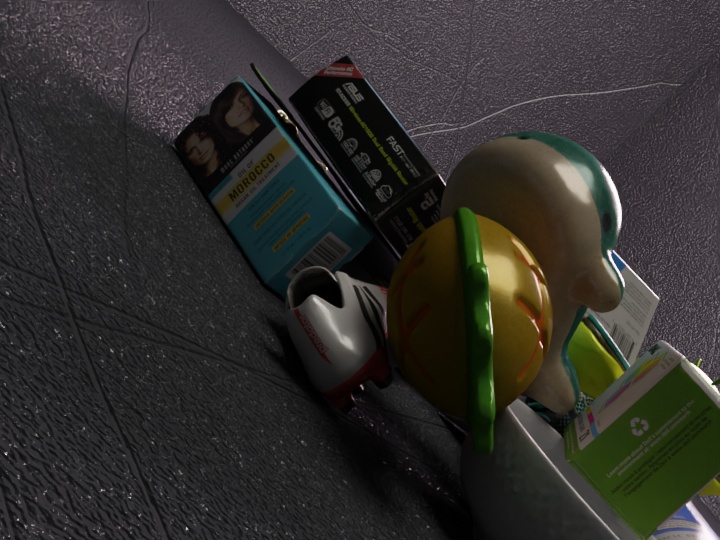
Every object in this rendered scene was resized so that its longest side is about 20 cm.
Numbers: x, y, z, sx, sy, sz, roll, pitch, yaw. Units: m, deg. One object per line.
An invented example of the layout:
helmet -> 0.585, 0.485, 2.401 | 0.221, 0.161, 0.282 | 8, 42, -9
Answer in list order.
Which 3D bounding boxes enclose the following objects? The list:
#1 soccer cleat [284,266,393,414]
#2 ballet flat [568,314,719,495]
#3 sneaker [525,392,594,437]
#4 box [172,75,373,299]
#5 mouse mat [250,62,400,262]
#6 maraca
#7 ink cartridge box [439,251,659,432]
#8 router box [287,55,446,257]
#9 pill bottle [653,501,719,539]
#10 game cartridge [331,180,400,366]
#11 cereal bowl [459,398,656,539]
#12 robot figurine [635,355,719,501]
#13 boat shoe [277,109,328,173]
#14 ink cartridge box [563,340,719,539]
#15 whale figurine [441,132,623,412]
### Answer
soccer cleat -> -0.015, 0.030, 0.892 | 0.085, 0.068, 0.200 | 55, 10, -10
ballet flat -> 0.210, 0.121, 1.017 | 0.200, 0.067, 0.067 | 48, 2, -19
sneaker -> 0.153, 0.123, 1.052 | 0.199, 0.077, 0.092 | -13, 94, -55
box -> -0.073, -0.066, 1.020 | 0.049, 0.082, 0.200 | 39, 10, -47
mouse mat -> -0.019, -0.076, 1.087 | 0.201, 0.008, 0.161 | 55, 3, 31
maraca -> 0.069, 0.034, 0.809 | 0.200, 0.106, 0.138 | -88, 172, -76
ink cartridge box -> 0.173, 0.075, 1.168 | 0.084, 0.201, 0.146 | 10, -22, 45
router box -> 0.034, -0.063, 1.060 | 0.150, 0.062, 0.200 | 57, 4, 34
pill bottle -> 0.227, 0.225, 1.038 | 0.112, 0.112, 0.200 | 44, 8, -17
game cartridge -> 0.000, 0.000, 1.116 | 0.200, 0.041, 0.133 | 49, 23, 21
cereal bowl -> 0.135, 0.182, 0.865 | 0.200, 0.083, 0.200 | 46, 8, -8
robot figurine -> 0.262, 0.162, 1.225 | 0.116, 0.200, 0.176 | 43, 7, -10
boat shoe -> -0.089, -0.132, 1.372 | 0.072, 0.060, 0.202 | 41, 9, -38
ink cartridge box -> 0.238, 0.079, 0.890 | 0.076, 0.200, 0.148 | 46, 6, 5
whale figurine -> 0.132, -0.002, 0.938 | 0.158, 0.103, 0.202 | 12, -62, 45
